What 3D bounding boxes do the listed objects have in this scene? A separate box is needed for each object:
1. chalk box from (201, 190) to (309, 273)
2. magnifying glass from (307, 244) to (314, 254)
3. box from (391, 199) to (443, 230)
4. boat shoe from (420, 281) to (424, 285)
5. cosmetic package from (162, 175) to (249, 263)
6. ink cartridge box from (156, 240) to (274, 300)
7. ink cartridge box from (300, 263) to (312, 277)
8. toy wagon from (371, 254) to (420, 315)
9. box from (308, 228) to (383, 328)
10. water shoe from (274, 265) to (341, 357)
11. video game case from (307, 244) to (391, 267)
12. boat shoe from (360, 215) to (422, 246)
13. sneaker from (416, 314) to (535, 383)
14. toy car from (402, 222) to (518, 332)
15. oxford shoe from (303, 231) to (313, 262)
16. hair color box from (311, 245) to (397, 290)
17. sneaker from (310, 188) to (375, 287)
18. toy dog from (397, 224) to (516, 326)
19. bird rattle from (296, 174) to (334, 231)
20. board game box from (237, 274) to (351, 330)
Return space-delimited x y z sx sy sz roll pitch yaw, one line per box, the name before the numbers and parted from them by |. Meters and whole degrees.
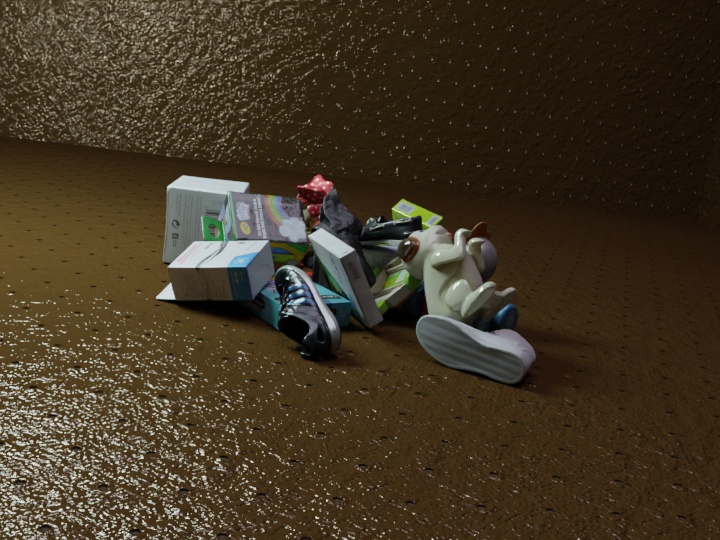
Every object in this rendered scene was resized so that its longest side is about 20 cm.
chalk box | -0.216 -0.066 1.681 0.196 0.125 0.127 4 51 -23
magnifying glass | -0.104 -0.049 1.884 0.078 0.023 0.198 -12 -4 38
box | 0.135 -0.052 1.941 0.121 0.203 0.048 28 53 34
boat shoe | 0.123 0.019 1.884 0.196 0.072 0.072 7 -12 17
cosmetic package | -0.337 -0.109 1.900 0.161 0.169 0.200 6 12 -4
ink cartridge box | -0.269 -0.001 1.558 0.195 0.069 0.116 -1 25 18
ink cartridge box | -0.170 -0.005 1.809 0.196 0.052 0.109 1 14 -25
toy wagon | 0.059 0.032 1.660 0.154 0.040 0.201 -22 28 47
box | -0.030 0.011 1.589 0.036 0.147 0.200 -26 20 -11
water shoe | -0.105 0.062 1.409 0.078 0.073 0.200 -11 41 -32
video game case | 0.004 -0.031 1.932 0.177 0.026 0.199 -1 -8 -32
boat shoe | 0.046 -0.082 1.747 0.197 0.062 0.073 2 9 43
sneaker | 0.196 0.126 1.440 0.197 0.075 0.115 24 16 22
toy car | 0.201 0.006 1.651 0.175 0.205 0.182 -4 17 -44
oxford shoe | -0.146 -0.045 1.976 0.195 0.073 0.071 -5 17 -6
hair color box | 0.000 0.000 1.782 0.196 0.101 0.060 2 13 -26
sneaker | -0.021 -0.063 1.702 0.200 0.060 0.104 44 54 10
toy dog | 0.154 0.010 1.539 0.138 0.195 0.201 2 46 -51
bird rattle | -0.100 -0.114 2.049 0.161 0.202 0.113 32 14 1
board game box | -0.132 0.053 1.588 0.148 0.048 0.199 -1 15 -35
